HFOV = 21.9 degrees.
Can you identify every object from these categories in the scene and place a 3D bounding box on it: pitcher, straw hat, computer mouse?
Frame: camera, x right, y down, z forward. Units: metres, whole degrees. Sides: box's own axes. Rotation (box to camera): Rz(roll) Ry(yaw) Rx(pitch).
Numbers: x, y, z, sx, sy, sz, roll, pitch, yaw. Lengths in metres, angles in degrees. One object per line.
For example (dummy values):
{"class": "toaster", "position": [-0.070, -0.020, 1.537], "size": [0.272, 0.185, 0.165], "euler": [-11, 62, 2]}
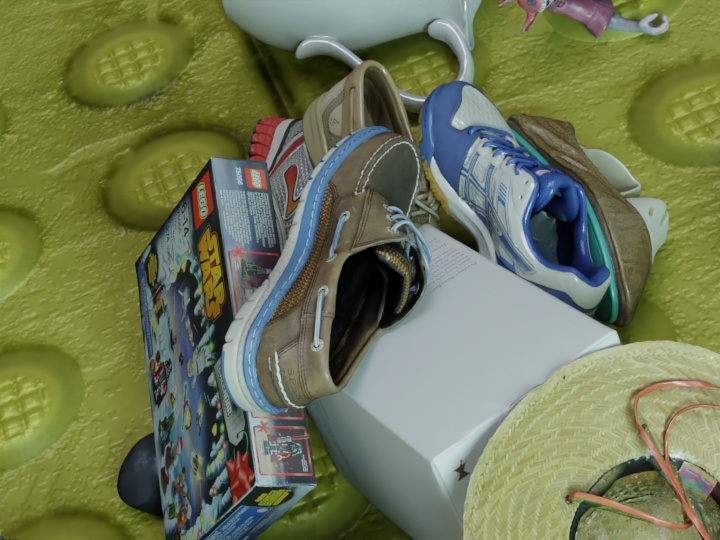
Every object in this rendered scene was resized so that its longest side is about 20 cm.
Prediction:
{"class": "pitcher", "position": [-0.004, -0.198, 1.375], "size": [0.199, 0.121, 0.173], "euler": [6, 63, 10]}
{"class": "straw hat", "position": [0.141, 0.142, 0.908], "size": [0.199, 0.085, 0.202], "euler": [2, 59, -4]}
{"class": "computer mouse", "position": [-0.061, 0.090, 1.149], "size": [0.199, 0.034, 0.059], "euler": [-28, 42, -10]}

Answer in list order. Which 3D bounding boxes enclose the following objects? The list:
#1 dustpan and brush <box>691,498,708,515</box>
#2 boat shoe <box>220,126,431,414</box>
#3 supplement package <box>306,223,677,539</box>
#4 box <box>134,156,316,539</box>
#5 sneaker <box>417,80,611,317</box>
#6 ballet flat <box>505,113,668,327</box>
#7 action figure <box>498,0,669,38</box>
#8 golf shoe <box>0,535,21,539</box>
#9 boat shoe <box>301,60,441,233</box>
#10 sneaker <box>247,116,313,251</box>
{"class": "dustpan and brush", "position": [0.190, 0.177, 0.962], "size": [0.139, 0.057, 0.200], "euler": [-29, 36, 7]}
{"class": "boat shoe", "position": [0.000, 0.000, 1.010], "size": [0.072, 0.072, 0.201], "euler": [1, 48, 32]}
{"class": "supplement package", "position": [0.058, 0.078, 1.023], "size": [0.121, 0.120, 0.200], "euler": [-33, 30, -14]}
{"class": "box", "position": [-0.083, 0.055, 1.074], "size": [0.040, 0.137, 0.201], "euler": [4, 61, -27]}
{"class": "sneaker", "position": [0.101, -0.046, 1.145], "size": [0.075, 0.088, 0.201], "euler": [-2, 58, -35]}
{"class": "ballet flat", "position": [0.152, -0.039, 1.192], "size": [0.072, 0.068, 0.200], "euler": [-9, 36, -17]}
{"class": "action figure", "position": [0.163, -0.245, 1.336], "size": [0.200, 0.134, 0.149], "euler": [-37, 44, -22]}
{"class": "golf shoe", "position": [-0.256, 0.231, 1.045], "size": [0.199, 0.078, 0.095], "euler": [-32, 44, -11]}
{"class": "boat shoe", "position": [0.016, -0.043, 1.189], "size": [0.064, 0.071, 0.201], "euler": [-42, 56, 38]}
{"class": "sneaker", "position": [-0.040, -0.036, 1.238], "size": [0.082, 0.078, 0.201], "euler": [-4, 45, 15]}
